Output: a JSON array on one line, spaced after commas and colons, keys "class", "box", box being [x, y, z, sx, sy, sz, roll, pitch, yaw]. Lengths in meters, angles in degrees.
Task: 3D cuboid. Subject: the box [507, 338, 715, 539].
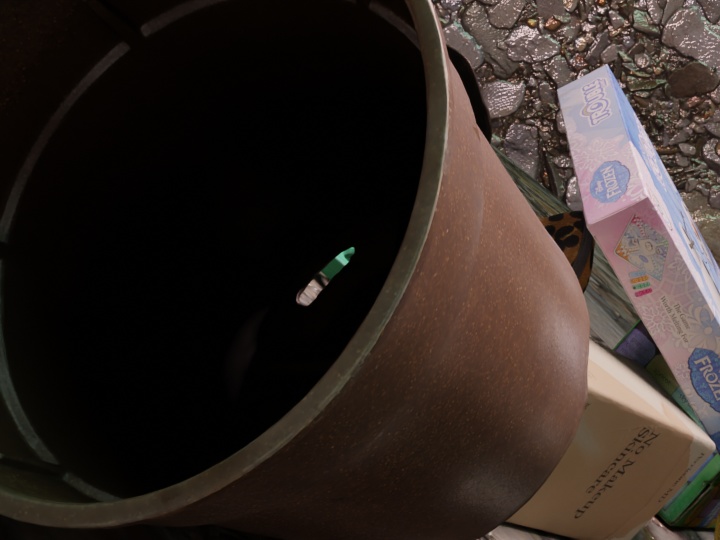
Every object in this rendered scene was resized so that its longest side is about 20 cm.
[{"class": "box", "box": [0.111, 0.088, 0.839, 0.200, 0.095, 0.078, 23, 21, -53]}]

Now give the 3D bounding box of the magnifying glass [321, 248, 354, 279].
[{"class": "magnifying glass", "box": [0.000, 0.000, 0.948, 0.079, 0.022, 0.200, 2, 37, -26]}]

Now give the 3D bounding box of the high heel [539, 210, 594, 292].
[{"class": "high heel", "box": [0.076, -0.011, 0.979, 0.071, 0.143, 0.200, 31, 14, -33]}]

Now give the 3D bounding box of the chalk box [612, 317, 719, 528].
[{"class": "chalk box", "box": [0.243, 0.109, 1.126, 0.124, 0.124, 0.200, 47, 14, 28]}]

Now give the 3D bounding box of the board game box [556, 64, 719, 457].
[{"class": "board game box", "box": [0.194, -0.006, 0.953, 0.199, 0.043, 0.200, 55, 18, -24]}]

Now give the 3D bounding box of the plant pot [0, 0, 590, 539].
[{"class": "plant pot", "box": [-0.022, 0.006, 0.504, 0.200, 0.200, 0.198, 47, 6, 35]}]

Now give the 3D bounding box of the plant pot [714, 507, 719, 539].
[{"class": "plant pot", "box": [0.326, 0.179, 1.019, 0.142, 0.201, 0.200, 23, 0, 32]}]

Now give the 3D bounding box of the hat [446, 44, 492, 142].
[{"class": "hat", "box": [0.044, -0.175, 1.652, 0.200, 0.081, 0.201, 29, -38, 26]}]
